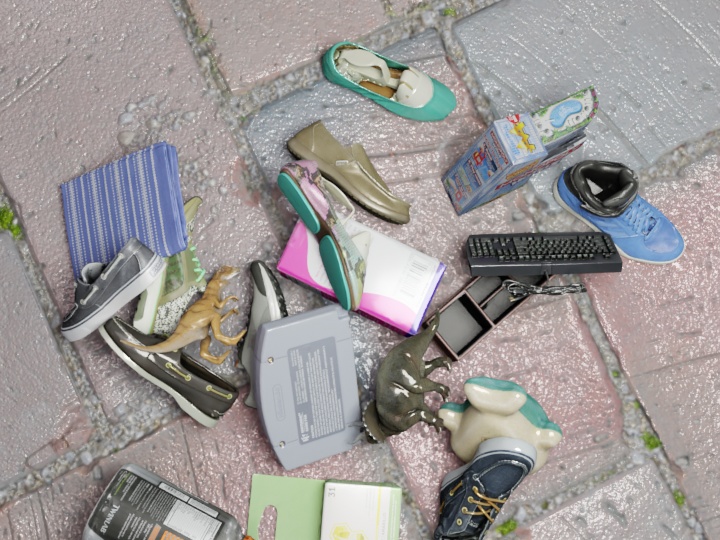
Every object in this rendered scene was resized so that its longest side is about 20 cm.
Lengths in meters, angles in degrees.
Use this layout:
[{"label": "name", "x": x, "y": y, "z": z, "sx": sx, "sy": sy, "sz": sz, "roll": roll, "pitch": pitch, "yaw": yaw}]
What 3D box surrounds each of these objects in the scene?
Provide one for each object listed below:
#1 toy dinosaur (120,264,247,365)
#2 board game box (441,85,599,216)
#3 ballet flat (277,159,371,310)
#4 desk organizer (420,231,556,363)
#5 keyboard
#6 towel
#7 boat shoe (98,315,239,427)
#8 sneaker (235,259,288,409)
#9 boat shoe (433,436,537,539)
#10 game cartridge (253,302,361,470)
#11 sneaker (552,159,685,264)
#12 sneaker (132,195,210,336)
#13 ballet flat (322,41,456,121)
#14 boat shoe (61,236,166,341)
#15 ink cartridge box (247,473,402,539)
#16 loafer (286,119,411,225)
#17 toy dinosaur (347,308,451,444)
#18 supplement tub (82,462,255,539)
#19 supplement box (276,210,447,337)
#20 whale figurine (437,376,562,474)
[{"label": "toy dinosaur", "x": -0.210, "y": 0.075, "z": 1.168, "sx": 0.106, "sy": 0.060, "sz": 0.200, "roll": 40, "pitch": 47, "yaw": -1}, {"label": "board game box", "x": 0.213, "y": -0.157, "z": 1.180, "sx": 0.198, "sy": 0.200, "sz": 0.062, "roll": -25, "pitch": 83, "yaw": -4}, {"label": "ballet flat", "x": -0.031, "y": -0.051, "z": 1.133, "sx": 0.071, "sy": 0.069, "sz": 0.202, "roll": -25, "pitch": 83, "yaw": -24}, {"label": "desk organizer", "x": 0.176, "y": 0.034, "z": 1.217, "sx": 0.199, "sy": 0.077, "sz": 0.072, "roll": -40, "pitch": 86, "yaw": -6}, {"label": "keyboard", "x": 0.236, "y": -0.010, "z": 1.171, "sx": 0.197, "sy": 0.021, "sz": 0.128, "roll": -2, "pitch": 43, "yaw": -2}, {"label": "towel", "x": -0.311, "y": -0.073, "z": 1.201, "sx": 0.198, "sy": 0.024, "sz": 0.147, "roll": -15, "pitch": 81, "yaw": 28}, {"label": "boat shoe", "x": -0.245, "y": 0.119, "z": 1.179, "sx": 0.061, "sy": 0.072, "sz": 0.201, "roll": -46, "pitch": 110, "yaw": 3}, {"label": "sneaker", "x": -0.131, "y": 0.086, "z": 1.207, "sx": 0.078, "sy": 0.074, "sz": 0.203, "roll": -7, "pitch": 83, "yaw": 3}, {"label": "boat shoe", "x": 0.152, "y": 0.279, "z": 1.119, "sx": 0.070, "sy": 0.201, "sz": 0.092, "roll": 22, "pitch": 54, "yaw": -8}, {"label": "game cartridge", "x": -0.069, "y": 0.149, "z": 1.162, "sx": 0.132, "sy": 0.040, "sz": 0.203, "roll": -15, "pitch": 112, "yaw": -25}, {"label": "sneaker", "x": 0.356, "y": -0.078, "z": 1.218, "sx": 0.199, "sy": 0.111, "sz": 0.077, "roll": 36, "pitch": 83, "yaw": 3}, {"label": "sneaker", "x": -0.236, "y": 0.001, "z": 1.223, "sx": 0.088, "sy": 0.077, "sz": 0.202, "roll": 19, "pitch": 88, "yaw": -11}, {"label": "ballet flat", "x": 0.039, "y": -0.259, "z": 1.253, "sx": 0.198, "sy": 0.070, "sz": 0.068, "roll": 21, "pitch": 82, "yaw": 1}, {"label": "boat shoe", "x": -0.332, "y": 0.022, "z": 1.167, "sx": 0.199, "sy": 0.072, "sz": 0.068, "roll": -32, "pitch": 111, "yaw": 35}, {"label": "ink cartridge box", "x": -0.050, "y": 0.346, "z": 1.189, "sx": 0.197, "sy": 0.048, "sz": 0.148, "roll": 5, "pitch": 83, "yaw": -3}, {"label": "loafer", "x": -0.008, "y": -0.135, "z": 1.234, "sx": 0.199, "sy": 0.076, "sz": 0.068, "roll": 36, "pitch": 90, "yaw": 3}, {"label": "toy dinosaur", "x": 0.057, "y": 0.145, "z": 1.133, "sx": 0.101, "sy": 0.077, "sz": 0.202, "roll": 14, "pitch": 105, "yaw": -8}, {"label": "supplement tub", "x": -0.236, "y": 0.339, "z": 1.147, "sx": 0.198, "sy": 0.123, "sz": 0.124, "roll": 28, "pitch": 83, "yaw": 2}, {"label": "supplement box", "x": 0.000, "y": 0.000, "z": 1.205, "sx": 0.198, "sy": 0.103, "sz": 0.102, "roll": 26, "pitch": 84, "yaw": 1}, {"label": "whale figurine", "x": 0.177, "y": 0.178, "z": 1.146, "sx": 0.157, "sy": 0.201, "sz": 0.105, "roll": 8, "pitch": 56, "yaw": 19}]
